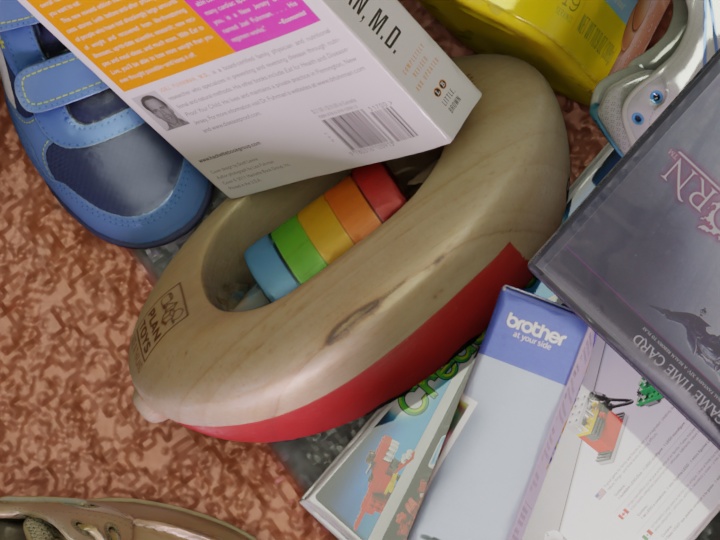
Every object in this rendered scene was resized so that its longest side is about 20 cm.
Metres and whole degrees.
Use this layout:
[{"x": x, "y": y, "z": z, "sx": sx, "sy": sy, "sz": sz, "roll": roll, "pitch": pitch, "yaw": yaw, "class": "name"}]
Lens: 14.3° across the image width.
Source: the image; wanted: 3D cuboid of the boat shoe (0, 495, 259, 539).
[{"x": -0.120, "y": 0.118, "z": 1.078, "sx": 0.199, "sy": 0.065, "sz": 0.072, "roll": 10, "pitch": 85, "yaw": -20, "class": "boat shoe"}]

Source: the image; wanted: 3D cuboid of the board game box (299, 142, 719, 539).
[{"x": 0.088, "y": 0.056, "z": 1.114, "sx": 0.126, "sy": 0.035, "sz": 0.200, "roll": 41, "pitch": 88, "yaw": 6, "class": "board game box"}]

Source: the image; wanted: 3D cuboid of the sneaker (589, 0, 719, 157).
[{"x": 0.125, "y": -0.037, "z": 1.051, "sx": 0.086, "sy": 0.075, "sz": 0.201, "roll": 2, "pitch": 97, "yaw": -7, "class": "sneaker"}]

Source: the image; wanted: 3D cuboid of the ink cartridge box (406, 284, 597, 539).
[{"x": 0.045, "y": 0.080, "z": 1.036, "sx": 0.042, "sy": 0.119, "sz": 0.200, "roll": 23, "pitch": 86, "yaw": 7, "class": "ink cartridge box"}]

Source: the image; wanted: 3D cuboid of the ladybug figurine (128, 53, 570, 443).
[{"x": 0.000, "y": 0.000, "z": 1.089, "sx": 0.200, "sy": 0.136, "sz": 0.072, "roll": -35, "pitch": 122, "yaw": 10, "class": "ladybug figurine"}]

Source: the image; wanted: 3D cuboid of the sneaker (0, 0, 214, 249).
[{"x": -0.116, "y": -0.103, "z": 1.119, "sx": 0.074, "sy": 0.082, "sz": 0.200, "roll": -22, "pitch": 85, "yaw": -1, "class": "sneaker"}]

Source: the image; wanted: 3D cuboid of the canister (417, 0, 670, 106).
[{"x": 0.098, "y": -0.174, "z": 1.081, "sx": 0.086, "sy": 0.149, "sz": 0.200, "roll": 26, "pitch": 88, "yaw": 21, "class": "canister"}]

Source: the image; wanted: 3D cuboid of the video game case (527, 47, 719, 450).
[{"x": 0.172, "y": -0.027, "z": 0.946, "sx": 0.143, "sy": 0.019, "sz": 0.200, "roll": 44, "pitch": 101, "yaw": 9, "class": "video game case"}]

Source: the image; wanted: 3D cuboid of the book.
[{"x": -0.066, "y": -0.111, "z": 1.022, "sx": 0.200, "sy": 0.133, "sz": 0.048, "roll": 47, "pitch": 58, "yaw": -24, "class": "book"}]
